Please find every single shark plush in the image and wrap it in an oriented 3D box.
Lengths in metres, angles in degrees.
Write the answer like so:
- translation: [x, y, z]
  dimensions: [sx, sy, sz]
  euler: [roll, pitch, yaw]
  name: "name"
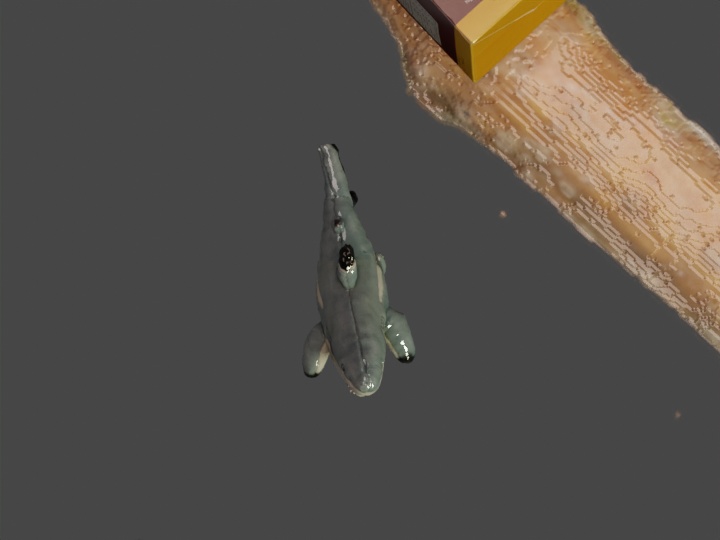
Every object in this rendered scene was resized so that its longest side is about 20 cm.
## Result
- translation: [0.000, 0.000, 1.667]
  dimensions: [0.090, 0.083, 0.201]
  euler: [3, 82, 5]
  name: "shark plush"

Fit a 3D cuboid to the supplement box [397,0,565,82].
- translation: [0.094, -0.300, 1.679]
  dimensions: [0.197, 0.133, 0.200]
  euler: [-42, 82, -3]
  name: "supplement box"
